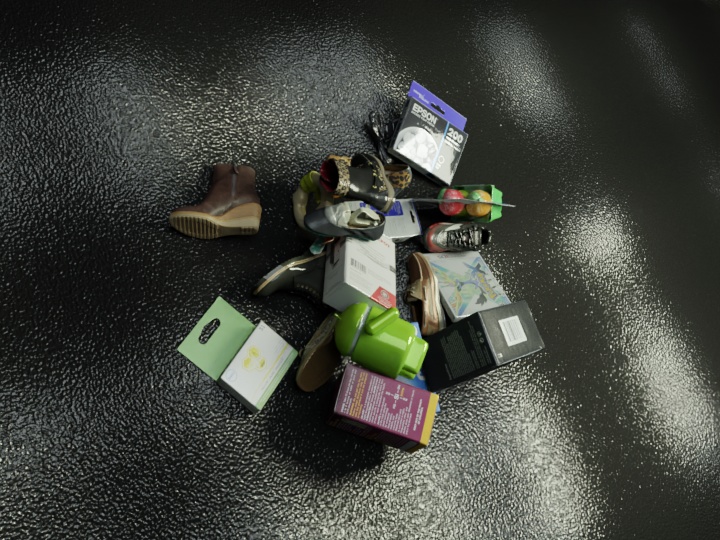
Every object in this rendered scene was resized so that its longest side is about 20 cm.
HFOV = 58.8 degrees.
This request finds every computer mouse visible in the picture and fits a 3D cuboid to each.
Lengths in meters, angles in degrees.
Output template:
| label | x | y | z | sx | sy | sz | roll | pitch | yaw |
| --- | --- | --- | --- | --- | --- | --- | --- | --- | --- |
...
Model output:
| label | x | y | z | sx | sy | sz | roll | pitch | yaw |
| --- | --- | --- | --- | --- | --- | --- | --- | --- | --- |
| computer mouse | 0.110 | -0.362 | 1.652 | 0.196 | 0.052 | 0.142 | -23 | 96 | -25 |

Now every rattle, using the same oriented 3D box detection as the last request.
| label | x | y | z | sx | sy | sz | roll | pitch | yaw |
| --- | --- | --- | --- | --- | --- | --- | --- | --- | --- |
| rattle | -0.066 | -0.115 | 1.425 | 0.142 | 0.130 | 0.202 | 32 | 20 | -52 |

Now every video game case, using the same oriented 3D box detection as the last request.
| label | x | y | z | sx | sy | sz | roll | pitch | yaw |
| --- | --- | --- | --- | --- | --- | --- | --- | --- | --- |
| video game case | 0.252 | 0.032 | 1.531 | 0.177 | 0.022 | 0.203 | -4 | 49 | -27 |

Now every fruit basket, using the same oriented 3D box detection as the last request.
| label | x | y | z | sx | sy | sz | roll | pitch | yaw |
| --- | --- | --- | --- | --- | --- | --- | --- | --- | --- |
| fruit basket | 0.246 | -0.172 | 1.548 | 0.196 | 0.183 | 0.097 | 8 | 89 | -39 |

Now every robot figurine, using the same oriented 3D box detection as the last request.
| label | x | y | z | sx | sy | sz | roll | pitch | yaw |
| --- | --- | --- | --- | --- | --- | --- | --- | --- | --- |
| robot figurine | 0.034 | 0.140 | 1.275 | 0.195 | 0.176 | 0.118 | 24 | 68 | 4 |

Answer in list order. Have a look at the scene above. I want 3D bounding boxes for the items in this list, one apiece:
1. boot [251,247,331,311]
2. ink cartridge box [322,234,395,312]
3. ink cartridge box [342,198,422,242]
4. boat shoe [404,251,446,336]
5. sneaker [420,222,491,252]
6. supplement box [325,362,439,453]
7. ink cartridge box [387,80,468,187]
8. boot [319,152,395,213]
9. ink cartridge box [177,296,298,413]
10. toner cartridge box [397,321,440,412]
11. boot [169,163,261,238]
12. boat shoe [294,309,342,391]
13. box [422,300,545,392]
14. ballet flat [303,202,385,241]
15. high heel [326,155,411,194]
| label | x | y | z | sx | sy | sz | roll | pitch | yaw |
| --- | --- | --- | --- | --- | --- | --- | --- | --- | --- |
| boot | -0.120 | 0.043 | 1.360 | 0.197 | 0.077 | 0.141 | -30 | 88 | -31 |
| ink cartridge box | 0.000 | 0.000 | 1.383 | 0.145 | 0.082 | 0.204 | 31 | 41 | -28 |
| ink cartridge box | 0.049 | -0.116 | 1.529 | 0.194 | 0.039 | 0.102 | -5 | 71 | -26 |
| boat shoe | 0.140 | 0.054 | 1.481 | 0.070 | 0.076 | 0.206 | -6 | 70 | -25 |
| sneaker | 0.241 | -0.081 | 1.559 | 0.195 | 0.097 | 0.073 | -4 | 95 | -32 |
| supplement box | 0.041 | 0.278 | 1.276 | 0.194 | 0.131 | 0.106 | 20 | 67 | -4 |
| ink cartridge box | 0.182 | -0.351 | 1.634 | 0.195 | 0.043 | 0.205 | 25 | 78 | -26 |
| boot | -0.019 | -0.208 | 1.388 | 0.147 | 0.074 | 0.203 | 12 | 36 | -33 |
| ink cartridge box | -0.240 | 0.160 | 1.265 | 0.199 | 0.048 | 0.147 | 41 | 58 | -8 |
| toner cartridge box | 0.104 | 0.222 | 1.409 | 0.092 | 0.043 | 0.206 | -6 | 72 | -26 |
| boot | -0.310 | -0.154 | 1.364 | 0.194 | 0.073 | 0.170 | 3 | 56 | -24 |
| boat shoe | -0.078 | 0.166 | 1.341 | 0.074 | 0.062 | 0.201 | 54 | 56 | -27 |
| box | 0.258 | 0.165 | 1.392 | 0.193 | 0.199 | 0.121 | -7 | 70 | -45 |
| ballet flat | -0.025 | -0.107 | 1.322 | 0.195 | 0.073 | 0.075 | 7 | 65 | -36 |
| high heel | 0.023 | -0.247 | 1.508 | 0.196 | 0.142 | 0.073 | 29 | 59 | -12 |
